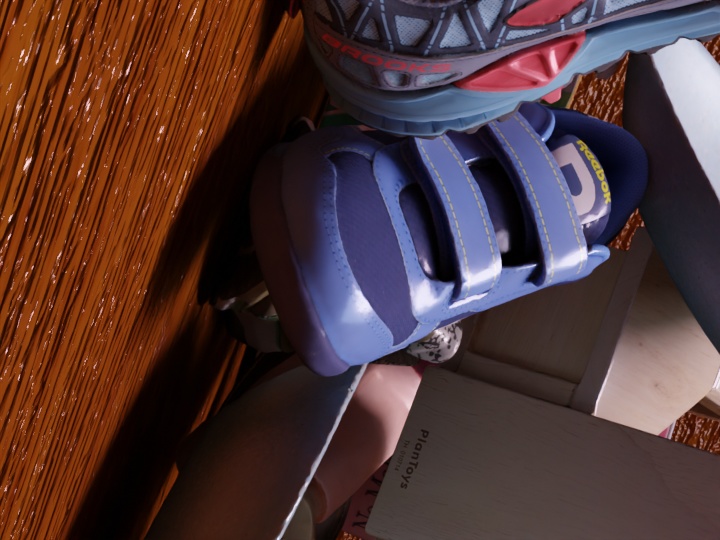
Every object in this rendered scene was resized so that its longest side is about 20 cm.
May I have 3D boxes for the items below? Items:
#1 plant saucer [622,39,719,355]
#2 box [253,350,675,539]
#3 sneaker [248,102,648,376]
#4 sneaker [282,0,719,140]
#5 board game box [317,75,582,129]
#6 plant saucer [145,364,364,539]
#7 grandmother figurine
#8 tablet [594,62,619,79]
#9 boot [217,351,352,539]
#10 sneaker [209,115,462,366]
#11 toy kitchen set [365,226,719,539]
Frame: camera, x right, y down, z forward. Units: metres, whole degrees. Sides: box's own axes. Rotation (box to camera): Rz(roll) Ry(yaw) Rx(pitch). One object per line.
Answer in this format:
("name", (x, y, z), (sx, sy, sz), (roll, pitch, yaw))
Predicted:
("plant saucer", (0.145, -0.004, 0.841), (0.039, 0.201, 0.201), (-32, -170, 19))
("box", (0.046, 0.068, 1.119), (0.128, 0.199, 0.109), (109, 3, -47))
("sneaker", (0.030, -0.020, 0.722), (0.200, 0.082, 0.074), (-25, 99, -63))
("sneaker", (0.072, -0.108, 0.644), (0.199, 0.080, 0.096), (-27, 149, 4))
("board game box", (0.049, -0.100, 0.941), (0.030, 0.095, 0.201), (-50, 162, -80))
("plant saucer", (-0.059, 0.108, 0.773), (0.202, 0.039, 0.201), (-63, 180, 0))
("grandmother figurine", (0.005, 0.043, 0.961), (0.200, 0.121, 0.061), (-35, 172, -46))
("tablet", (0.139, -0.182, 0.887), (0.130, 0.014, 0.201), (107, 7, -66))
("boot", (-0.048, 0.116, 0.979), (0.097, 0.074, 0.201), (-74, -173, -86))
("sneaker", (0.000, 0.000, 0.834), (0.200, 0.088, 0.077), (86, 26, -84))
("toy kitchen set", (0.127, 0.105, 0.904), (0.180, 0.163, 0.201), (30, 79, -49))
